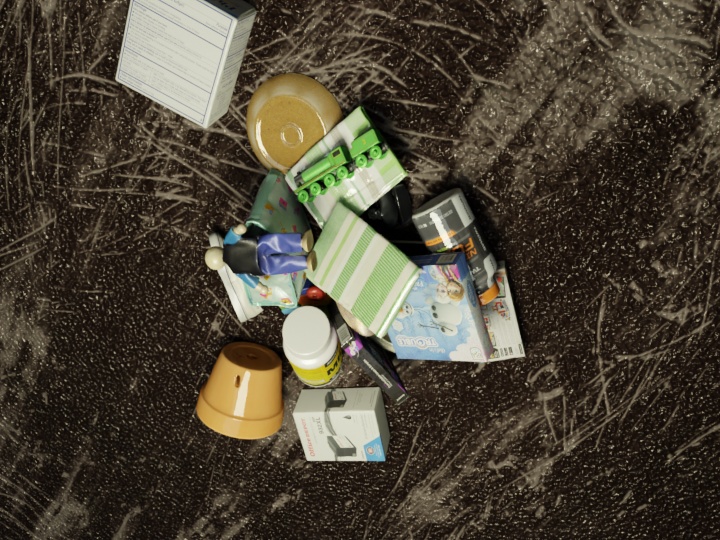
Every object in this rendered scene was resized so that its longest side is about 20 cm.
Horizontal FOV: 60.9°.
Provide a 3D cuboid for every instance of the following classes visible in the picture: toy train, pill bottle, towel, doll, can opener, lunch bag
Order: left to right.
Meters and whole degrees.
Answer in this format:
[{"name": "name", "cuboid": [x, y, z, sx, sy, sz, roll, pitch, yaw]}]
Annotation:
[{"name": "doll", "cuboid": [-0.173, -0.021, 1.036, 0.193, 0.049, 0.140, -2, 124, 12]}, {"name": "lunch bag", "cuboid": [-0.163, -0.061, 1.144, 0.118, 0.173, 0.204, -1, 130, 13]}, {"name": "pill bottle", "cuboid": [-0.097, 0.154, 1.241, 0.110, 0.118, 0.201, 9, 156, 8]}, {"name": "toy train", "cuboid": [-0.076, 0.050, 1.259, 0.193, 0.086, 0.118, -12, 132, 11]}, {"name": "toy train", "cuboid": [-0.040, -0.180, 1.060, 0.196, 0.042, 0.058, -26, 88, 25]}, {"name": "towel", "cuboid": [-0.030, -0.169, 1.092, 0.198, 0.031, 0.150, -36, 95, 28]}, {"name": "towel", "cuboid": [0.000, 0.000, 1.088, 0.198, 0.023, 0.155, 38, 110, 19]}, {"name": "can opener", "cuboid": [0.031, -0.169, 1.125, 0.063, 0.078, 0.205, 8, 126, 55]}, {"name": "pill bottle", "cuboid": [0.180, -0.035, 1.108, 0.104, 0.106, 0.204, -25, 101, 24]}]

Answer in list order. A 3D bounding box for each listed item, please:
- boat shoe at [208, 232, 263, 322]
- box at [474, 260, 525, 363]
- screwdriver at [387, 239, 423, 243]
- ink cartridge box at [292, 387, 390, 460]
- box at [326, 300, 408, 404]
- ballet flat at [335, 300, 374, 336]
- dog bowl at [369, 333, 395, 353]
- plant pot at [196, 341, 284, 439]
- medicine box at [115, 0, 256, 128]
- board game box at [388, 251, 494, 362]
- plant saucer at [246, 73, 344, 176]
[{"name": "boat shoe", "cuboid": [-0.256, 0.008, 1.285, 0.068, 0.071, 0.205, -21, 111, -7]}, {"name": "box", "cuboid": [0.255, 0.086, 1.216, 0.107, 0.035, 0.205, -10, 115, 19]}, {"name": "screwdriver", "cuboid": [0.058, -0.055, 1.186, 0.193, 0.029, 0.029, 6, 121, 16]}, {"name": "ink cartridge box", "cuboid": [-0.041, 0.354, 1.406, 0.193, 0.084, 0.149, -5, 118, 16]}, {"name": "box", "cuboid": [0.014, 0.162, 1.229, 0.036, 0.144, 0.200, -38, 120, 7]}, {"name": "ballet flat", "cuboid": [-0.024, 0.027, 1.154, 0.203, 0.067, 0.068, 60, 162, 18]}, {"name": "dog bowl", "cuboid": [0.093, 0.064, 1.221, 0.193, 0.074, 0.206, 6, 120, 11]}, {"name": "plant pot", "cuboid": [-0.251, 0.252, 1.350, 0.194, 0.200, 0.144, 17, 105, 3]}, {"name": "medicine box", "cuboid": [-0.298, -0.386, 1.049, 0.178, 0.104, 0.203, 27, 121, -3]}, {"name": "board game box", "cuboid": [0.123, 0.071, 1.115, 0.195, 0.043, 0.203, -4, 119, 38]}, {"name": "plant saucer", "cuboid": [-0.123, -0.251, 1.121, 0.193, 0.036, 0.206, 6, 119, 11]}]
